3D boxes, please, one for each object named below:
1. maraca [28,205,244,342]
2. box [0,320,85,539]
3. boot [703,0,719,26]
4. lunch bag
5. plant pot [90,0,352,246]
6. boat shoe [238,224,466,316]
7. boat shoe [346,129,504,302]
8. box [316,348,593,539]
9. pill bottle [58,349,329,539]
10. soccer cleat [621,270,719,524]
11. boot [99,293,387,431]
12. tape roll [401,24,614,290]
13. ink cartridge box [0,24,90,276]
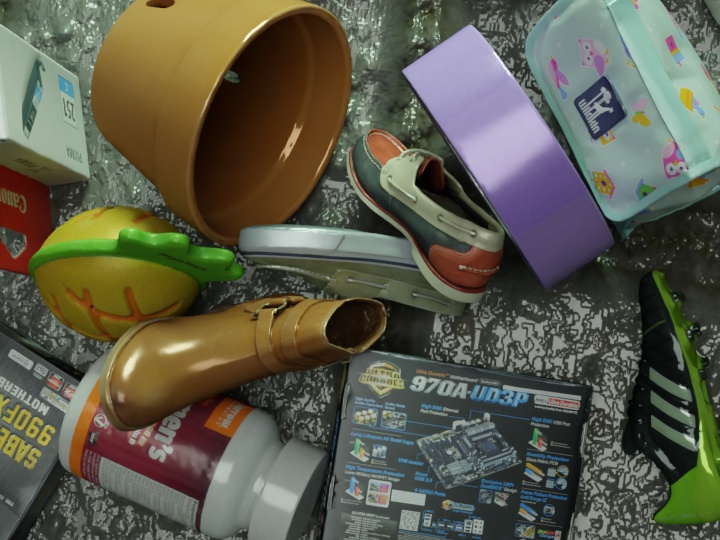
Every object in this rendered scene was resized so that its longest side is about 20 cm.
[{"bbox_3d":[-0.181,0.000,1.183,0.199,0.137,0.108,-14,68,46],"label":"maraca"},{"bbox_3d":[-0.337,0.119,1.259,0.199,0.048,0.159,31,90,10],"label":"box"},{"bbox_3d":[0.337,-0.214,1.174,0.090,0.073,0.201,-17,69,-13],"label":"boot"},{"bbox_3d":[0.208,-0.126,1.120,0.121,0.200,0.171,-26,83,5],"label":"lunch bag"},{"bbox_3d":[-0.120,-0.138,1.186,0.139,0.200,0.201,26,89,26],"label":"plant pot"},{"bbox_3d":[0.000,0.000,1.183,0.198,0.072,0.063,6,93,-13],"label":"boat shoe"},{"bbox_3d":[0.051,-0.058,1.164,0.200,0.071,0.063,56,136,44],"label":"boat shoe"},{"bbox_3d":[0.075,0.153,1.172,0.198,0.046,0.160,9,86,-4],"label":"box"},{"bbox_3d":[-0.132,0.148,1.194,0.199,0.110,0.110,22,89,10],"label":"pill bottle"},{"bbox_3d":[0.238,0.102,1.166,0.081,0.067,0.201,-16,83,20],"label":"soccer cleat"},{"bbox_3d":[-0.086,0.060,1.111,0.154,0.200,0.074,-5,108,36],"label":"boot"},{"bbox_3d":[0.112,-0.085,1.130,0.065,0.200,0.201,-33,81,4],"label":"tape roll"},{"bbox_3d":[-0.267,-0.088,1.190,0.044,0.200,0.178,-7,84,7],"label":"ink cartridge box"}]
